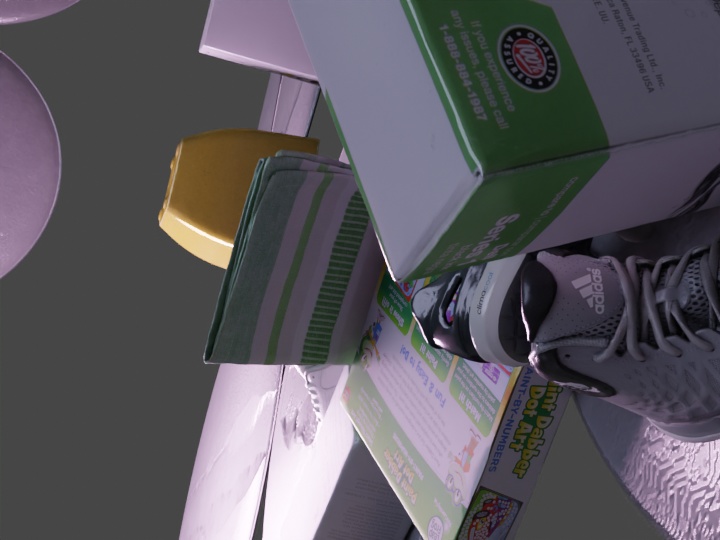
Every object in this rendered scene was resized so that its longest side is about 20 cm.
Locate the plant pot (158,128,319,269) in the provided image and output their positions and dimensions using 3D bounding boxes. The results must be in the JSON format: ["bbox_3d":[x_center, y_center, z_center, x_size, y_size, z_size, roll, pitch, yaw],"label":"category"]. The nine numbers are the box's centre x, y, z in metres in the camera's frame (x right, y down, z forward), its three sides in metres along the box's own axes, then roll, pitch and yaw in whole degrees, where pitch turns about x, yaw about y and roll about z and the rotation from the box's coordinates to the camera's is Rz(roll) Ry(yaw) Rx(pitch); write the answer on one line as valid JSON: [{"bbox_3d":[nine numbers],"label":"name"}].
[{"bbox_3d":[-0.192,-0.109,1.743,0.194,0.198,0.197,149,134,-73],"label":"plant pot"}]

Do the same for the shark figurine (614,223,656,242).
[{"bbox_3d":[0.156,-0.091,0.535,0.089,0.128,0.216,18,75,53],"label":"shark figurine"}]

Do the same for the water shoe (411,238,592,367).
[{"bbox_3d":[0.088,-0.046,0.601,0.079,0.072,0.201,5,57,45],"label":"water shoe"}]

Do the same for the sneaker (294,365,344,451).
[{"bbox_3d":[-0.018,0.089,0.990,0.078,0.098,0.201,-92,20,-51],"label":"sneaker"}]

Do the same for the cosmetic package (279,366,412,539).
[{"bbox_3d":[-0.006,0.179,0.908,0.102,0.073,0.201,-95,24,-57],"label":"cosmetic package"}]

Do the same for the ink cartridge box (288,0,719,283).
[{"bbox_3d":[0.088,-0.094,0.411,0.084,0.198,0.147,124,130,-60],"label":"ink cartridge box"}]

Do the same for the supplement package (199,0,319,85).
[{"bbox_3d":[-0.123,-0.376,1.724,0.111,0.198,0.157,-156,80,-78],"label":"supplement package"}]

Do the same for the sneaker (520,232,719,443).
[{"bbox_3d":[0.120,0.015,0.423,0.200,0.114,0.076,127,154,-61],"label":"sneaker"}]

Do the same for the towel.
[{"bbox_3d":[0.000,0.000,0.806,0.023,0.199,0.154,39,117,50],"label":"towel"}]

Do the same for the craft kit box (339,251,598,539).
[{"bbox_3d":[0.061,0.048,0.726,0.199,0.048,0.200,-69,26,17],"label":"craft kit box"}]
